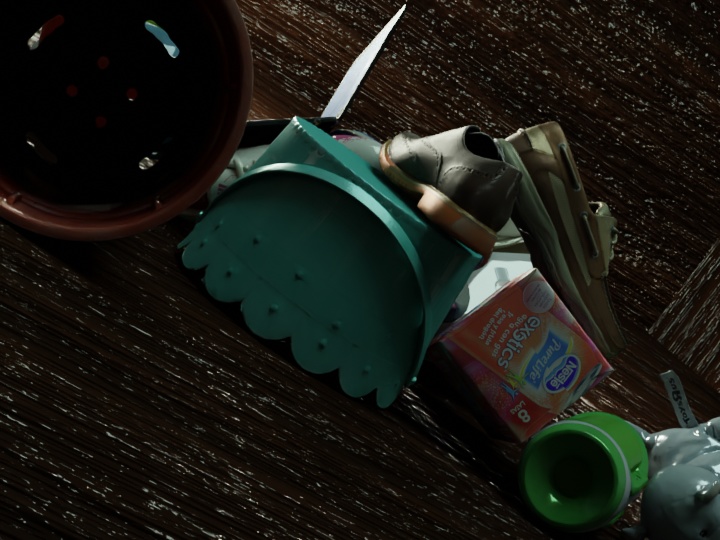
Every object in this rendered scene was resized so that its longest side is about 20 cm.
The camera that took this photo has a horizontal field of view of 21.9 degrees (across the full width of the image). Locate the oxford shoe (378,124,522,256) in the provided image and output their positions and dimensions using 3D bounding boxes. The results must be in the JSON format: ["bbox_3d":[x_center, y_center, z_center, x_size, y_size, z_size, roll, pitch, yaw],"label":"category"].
[{"bbox_3d":[0.072,-0.074,1.382,0.071,0.073,0.200,33,7,-26],"label":"oxford shoe"}]

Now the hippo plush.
[{"bbox_3d":[0.305,0.184,1.564,0.200,0.159,0.161,55,19,0],"label":"hippo plush"}]

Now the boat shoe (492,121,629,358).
[{"bbox_3d":[0.165,-0.023,1.421,0.200,0.072,0.076,62,-6,-22],"label":"boat shoe"}]

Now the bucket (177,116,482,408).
[{"bbox_3d":[-0.018,-0.010,1.386,0.207,0.135,0.207,36,7,-5],"label":"bucket"}]

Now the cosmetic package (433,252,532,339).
[{"bbox_3d":[0.106,0.027,1.624,0.200,0.051,0.083,2,50,-21],"label":"cosmetic package"}]

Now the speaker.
[{"bbox_3d":[0.176,0.155,1.445,0.088,0.088,0.200,38,7,12],"label":"speaker"}]

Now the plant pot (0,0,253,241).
[{"bbox_3d":[-0.174,-0.122,1.218,0.201,0.201,0.195,35,-1,-6],"label":"plant pot"}]

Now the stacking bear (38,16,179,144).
[{"bbox_3d":[-0.166,-0.165,1.537,0.121,0.114,0.200,24,27,16],"label":"stacking bear"}]

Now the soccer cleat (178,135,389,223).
[{"bbox_3d":[-0.074,-0.068,1.491,0.200,0.070,0.086,-6,-1,20],"label":"soccer cleat"}]

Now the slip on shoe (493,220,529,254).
[{"bbox_3d":[0.074,-0.015,1.673,0.200,0.061,0.076,-8,8,-29],"label":"slip on shoe"}]

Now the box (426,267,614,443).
[{"bbox_3d":[0.121,0.071,1.473,0.103,0.095,0.200,52,-4,1],"label":"box"}]

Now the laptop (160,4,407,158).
[{"bbox_3d":[-0.072,-0.148,1.573,0.200,0.103,0.177,-4,-10,-16],"label":"laptop"}]

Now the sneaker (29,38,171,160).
[{"bbox_3d":[-0.215,-0.145,1.600,0.080,0.071,0.200,35,4,26],"label":"sneaker"}]

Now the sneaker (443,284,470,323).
[{"bbox_3d":[0.000,0.000,1.554,0.200,0.095,0.079,32,19,23],"label":"sneaker"}]

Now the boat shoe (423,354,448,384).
[{"bbox_3d":[0.086,0.072,1.660,0.200,0.073,0.065,23,-35,-4],"label":"boat shoe"}]

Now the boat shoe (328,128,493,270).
[{"bbox_3d":[0.050,-0.059,1.519,0.072,0.072,0.200,6,27,-45],"label":"boat shoe"}]
